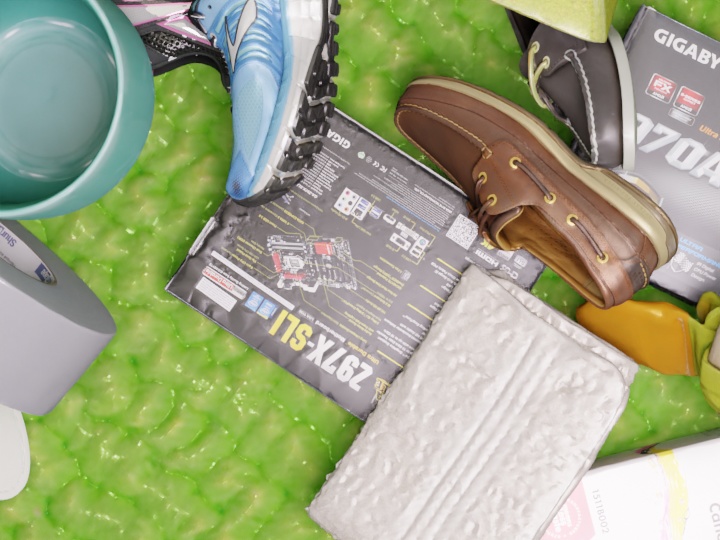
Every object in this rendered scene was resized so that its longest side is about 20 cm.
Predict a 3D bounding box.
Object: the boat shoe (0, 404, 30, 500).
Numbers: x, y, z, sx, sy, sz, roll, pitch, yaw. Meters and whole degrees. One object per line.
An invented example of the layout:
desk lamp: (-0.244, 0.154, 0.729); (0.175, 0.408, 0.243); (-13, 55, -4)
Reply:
boat shoe: (-0.290, 0.069, 1.247); (0.062, 0.073, 0.200); (-32, 98, 43)

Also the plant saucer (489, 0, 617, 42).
plant saucer: (0.076, -0.229, 1.167); (0.200, 0.200, 0.048); (23, 121, 1)

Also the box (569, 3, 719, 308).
box: (0.233, -0.056, 1.236); (0.200, 0.046, 0.159); (27, 91, 2)

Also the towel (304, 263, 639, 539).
towel: (0.070, 0.107, 1.189); (0.132, 0.034, 0.200); (35, 91, 14)

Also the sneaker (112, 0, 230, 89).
sneaker: (-0.146, -0.165, 1.228); (0.200, 0.080, 0.086); (15, 91, 2)

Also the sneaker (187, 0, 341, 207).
sneaker: (-0.062, -0.139, 1.186); (0.090, 0.078, 0.200); (8, 89, 14)

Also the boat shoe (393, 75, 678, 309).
boat shoe: (0.096, -0.049, 1.178); (0.200, 0.072, 0.068); (35, 68, 17)

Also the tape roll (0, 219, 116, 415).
tape roll: (-0.246, 0.000, 1.166); (0.200, 0.200, 0.066); (39, 93, 1)

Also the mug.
mug: (-0.196, -0.122, 1.164); (0.152, 0.114, 0.185); (23, 93, 7)

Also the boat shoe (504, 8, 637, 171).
boat shoe: (0.127, -0.129, 1.182); (0.060, 0.201, 0.072); (-5, 131, -3)

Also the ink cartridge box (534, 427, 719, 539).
ink cartridge box: (0.210, 0.166, 1.223); (0.200, 0.067, 0.117); (-15, 88, 1)

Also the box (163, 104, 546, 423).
box: (0.000, 0.000, 1.239); (0.200, 0.049, 0.160); (33, 92, 1)

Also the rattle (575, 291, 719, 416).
rattle: (0.257, -0.003, 1.192); (0.130, 0.143, 0.200); (37, 85, -33)
